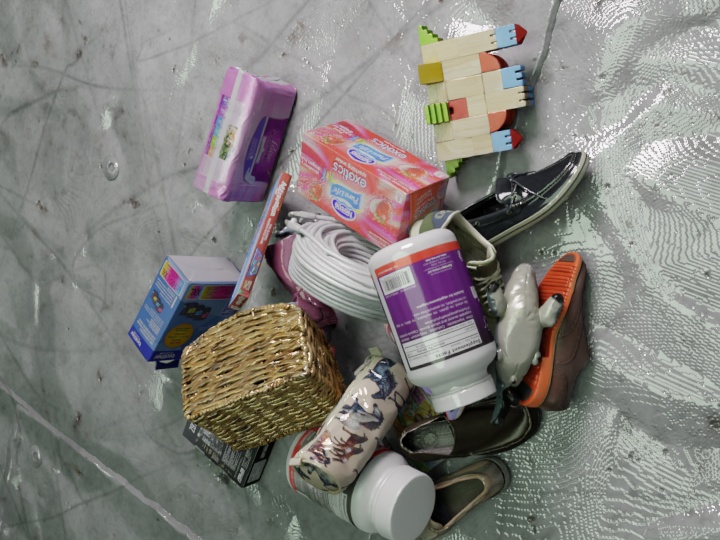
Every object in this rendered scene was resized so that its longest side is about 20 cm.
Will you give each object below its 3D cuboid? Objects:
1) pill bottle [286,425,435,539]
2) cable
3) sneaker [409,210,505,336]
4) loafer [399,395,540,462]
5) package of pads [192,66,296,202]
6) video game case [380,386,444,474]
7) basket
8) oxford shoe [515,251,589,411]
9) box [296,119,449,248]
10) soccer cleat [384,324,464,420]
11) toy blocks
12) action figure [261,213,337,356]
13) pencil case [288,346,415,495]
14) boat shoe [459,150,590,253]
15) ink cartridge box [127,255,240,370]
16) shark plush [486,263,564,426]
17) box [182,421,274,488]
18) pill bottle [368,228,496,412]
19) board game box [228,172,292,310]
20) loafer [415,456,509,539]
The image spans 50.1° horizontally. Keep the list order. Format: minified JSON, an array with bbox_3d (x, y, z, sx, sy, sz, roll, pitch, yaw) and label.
[{"bbox_3d":[-0.001,0.293,1.078,0.199,0.114,0.115,14,100,42],"label":"pill bottle"},{"bbox_3d":[0.000,0.000,1.047,0.200,0.199,0.070,51,125,48],"label":"cable"},{"bbox_3d":[0.146,0.008,0.984,0.201,0.067,0.090,54,151,-3],"label":"sneaker"},{"bbox_3d":[0.140,0.217,1.021,0.199,0.071,0.073,-21,76,17],"label":"loafer"},{"bbox_3d":[-0.179,-0.210,1.206,0.075,0.120,0.201,26,106,24],"label":"package of pads"},{"bbox_3d":[0.059,0.233,1.128,0.200,0.018,0.143,-45,68,28],"label":"video game case"},{"bbox_3d":[-0.135,0.147,1.094,0.199,0.149,0.143,-22,53,13],"label":"basket"},{"bbox_3d":[0.253,0.078,0.971,0.071,0.072,0.201,-165,92,-71],"label":"oxford shoe"},{"bbox_3d":[0.012,-0.119,1.078,0.200,0.094,0.103,35,132,30],"label":"box"},{"bbox_3d":[0.085,0.121,1.048,0.200,0.066,0.077,43,132,53],"label":"soccer cleat"},{"bbox_3d":[0.161,-0.228,1.000,0.136,0.100,0.201,-6,100,25],"label":"toy blocks"},{"bbox_3d":[-0.074,0.039,1.177,0.148,0.134,0.201,-29,73,4],"label":"action figure"},{"bbox_3d":[-0.010,0.201,1.024,0.089,0.200,0.078,46,150,-12],"label":"pencil case"},{"bbox_3d":[0.200,-0.093,0.979,0.200,0.075,0.062,-35,108,34],"label":"boat shoe"},{"bbox_3d":[-0.293,0.076,1.288,0.076,0.136,0.200,47,116,29],"label":"ink cartridge box"},{"bbox_3d":[0.199,0.094,0.957,0.090,0.083,0.201,-2,94,2],"label":"shark plush"},{"bbox_3d":[-0.206,0.234,1.292,0.160,0.043,0.201,31,109,29],"label":"box"},{"bbox_3d":[0.090,0.059,0.913,0.112,0.112,0.201,-23,85,33],"label":"pill bottle"},{"bbox_3d":[-0.153,-0.043,1.171,0.103,0.019,0.201,145,145,-67],"label":"board game box"},{"bbox_3d":[0.115,0.321,1.066,0.200,0.063,0.072,-43,71,28],"label":"loafer"}]
